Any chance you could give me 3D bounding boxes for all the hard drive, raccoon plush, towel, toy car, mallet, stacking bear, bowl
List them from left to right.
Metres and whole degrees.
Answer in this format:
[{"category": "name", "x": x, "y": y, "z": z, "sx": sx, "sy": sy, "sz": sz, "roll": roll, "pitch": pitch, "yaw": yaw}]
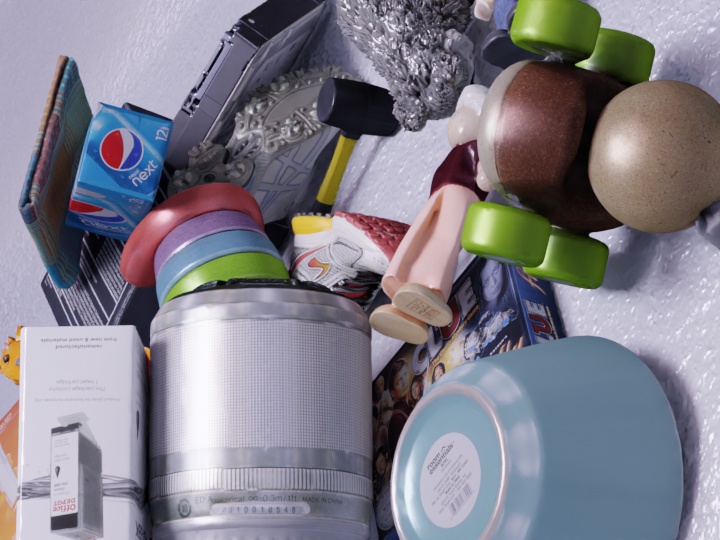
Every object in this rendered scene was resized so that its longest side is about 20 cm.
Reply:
[{"category": "towel", "x": -0.253, "y": -0.080, "z": 1.868, "sx": 0.200, "sy": 0.022, "sz": 0.147, "roll": 87, "pitch": -166, "yaw": -71}, {"category": "stacking bear", "x": -0.098, "y": 0.042, "z": 1.707, "sx": 0.114, "sy": 0.121, "sz": 0.201, "roll": 109, "pitch": 143, "yaw": -52}, {"category": "hard drive", "x": -0.099, "y": -0.171, "z": 1.896, "sx": 0.140, "sy": 0.038, "sz": 0.200, "roll": -57, "pitch": -5, "yaw": 26}, {"category": "mallet", "x": -0.035, "y": -0.066, "z": 1.785, "sx": 0.201, "sy": 0.066, "sz": 0.041, "roll": -62, "pitch": 27, "yaw": 18}, {"category": "raccoon plush", "x": 0.005, "y": -0.179, "z": 1.653, "sx": 0.134, "sy": 0.199, "sz": 0.097, "roll": -74, "pitch": 0, "yaw": -56}, {"category": "bowl", "x": 0.093, "y": 0.132, "z": 1.337, "sx": 0.200, "sy": 0.105, "sz": 0.202, "roll": -20, "pitch": 65, "yaw": 50}, {"category": "toy car", "x": 0.185, "y": -0.068, "z": 1.342, "sx": 0.199, "sy": 0.158, "sz": 0.165, "roll": 12, "pitch": 87, "yaw": 34}]

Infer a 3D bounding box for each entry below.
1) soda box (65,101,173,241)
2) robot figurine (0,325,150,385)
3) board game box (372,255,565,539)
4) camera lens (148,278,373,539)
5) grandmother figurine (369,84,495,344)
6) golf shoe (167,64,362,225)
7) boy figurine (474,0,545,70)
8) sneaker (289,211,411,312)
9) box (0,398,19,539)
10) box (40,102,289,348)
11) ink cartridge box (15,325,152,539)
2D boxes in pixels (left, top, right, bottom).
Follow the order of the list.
[{"category": "soda box", "x": -0.198, "y": -0.077, "z": 1.771, "sx": 0.200, "sy": 0.064, "sz": 0.068, "roll": 139, "pitch": 145, "yaw": -77}, {"category": "robot figurine", "x": -0.196, "y": 0.093, "z": 1.774, "sx": 0.199, "sy": 0.145, "sz": 0.059, "roll": 8, "pitch": 77, "yaw": 39}, {"category": "board game box", "x": 0.069, "y": 0.085, "z": 1.525, "sx": 0.200, "sy": 0.034, "sz": 0.136, "roll": -52, "pitch": 32, "yaw": 33}, {"category": "camera lens", "x": -0.070, "y": 0.113, "z": 1.545, "sx": 0.160, "sy": 0.159, "sz": 0.201, "roll": -22, "pitch": 64, "yaw": 56}, {"category": "grandmother figurine", "x": 0.066, "y": -0.050, "z": 1.548, "sx": 0.121, "sy": 0.060, "sz": 0.201, "roll": -30, "pitch": 34, "yaw": 51}, {"category": "golf shoe", "x": -0.074, "y": -0.091, "z": 1.833, "sx": 0.200, "sy": 0.097, "sz": 0.078, "roll": -39, "pitch": 52, "yaw": -18}, {"category": "boy figurine", "x": 0.119, "y": -0.245, "z": 1.612, "sx": 0.124, "sy": 0.064, "sz": 0.201, "roll": -46, "pitch": 39, "yaw": 44}, {"category": "sneaker", "x": 0.000, "y": 0.000, "z": 1.681, "sx": 0.200, "sy": 0.077, "sz": 0.083, "roll": 177, "pitch": 103, "yaw": -70}, {"category": "box", "x": -0.289, "y": 0.222, "z": 2.045, "sx": 0.124, "sy": 0.097, "sz": 0.201, "roll": -45, "pitch": 36, "yaw": 42}, {"category": "box", "x": -0.178, "y": -0.012, "z": 1.956, "sx": 0.199, "sy": 0.123, "sz": 0.200, "roll": -63, "pitch": 29, "yaw": 17}, {"category": "ink cartridge box", "x": -0.191, "y": 0.152, "z": 1.537, "sx": 0.147, "sy": 0.082, "sz": 0.201, "roll": 88, "pitch": -179, "yaw": -75}]
